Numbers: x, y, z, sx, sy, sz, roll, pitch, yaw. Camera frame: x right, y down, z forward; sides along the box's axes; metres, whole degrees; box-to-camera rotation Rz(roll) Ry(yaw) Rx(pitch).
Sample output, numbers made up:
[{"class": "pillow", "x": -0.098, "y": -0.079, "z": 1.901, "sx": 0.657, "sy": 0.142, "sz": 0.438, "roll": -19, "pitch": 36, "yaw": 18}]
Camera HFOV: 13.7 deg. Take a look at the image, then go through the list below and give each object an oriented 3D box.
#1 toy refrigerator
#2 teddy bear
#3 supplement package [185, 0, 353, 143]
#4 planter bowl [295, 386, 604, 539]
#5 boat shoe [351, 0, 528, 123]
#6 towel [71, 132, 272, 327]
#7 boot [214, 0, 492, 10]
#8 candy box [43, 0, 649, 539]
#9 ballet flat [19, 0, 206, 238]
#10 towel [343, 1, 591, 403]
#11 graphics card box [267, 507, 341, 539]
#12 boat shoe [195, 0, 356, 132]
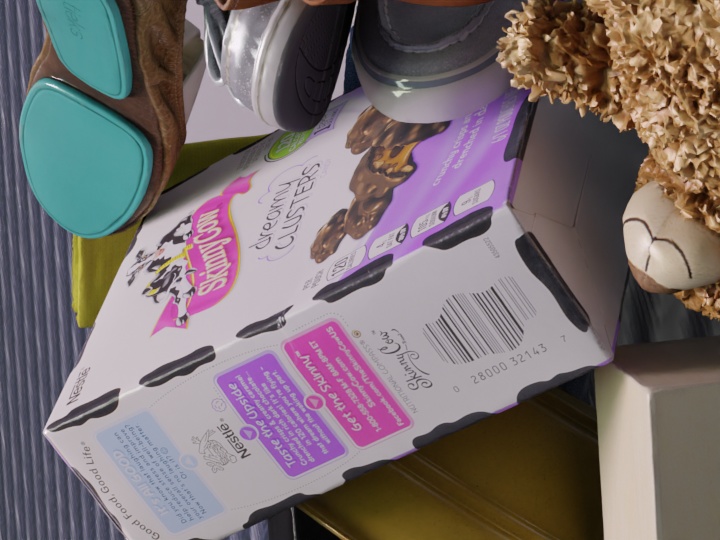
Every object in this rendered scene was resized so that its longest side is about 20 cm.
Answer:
[{"class": "toy refrigerator", "x": 0.127, "y": 0.128, "z": 1.027, "sx": 0.076, "sy": 0.070, "sz": 0.201, "roll": -138, "pitch": 43, "yaw": -77}, {"class": "teddy bear", "x": 0.109, "y": -0.064, "z": 0.932, "sx": 0.067, "sy": 0.145, "sz": 0.200, "roll": -50, "pitch": -18, "yaw": -43}, {"class": "supplement package", "x": -0.047, "y": -0.062, "z": 1.362, "sx": 0.111, "sy": 0.155, "sz": 0.201, "roll": 85, "pitch": 175, "yaw": -76}, {"class": "planter bowl", "x": 0.057, "y": 0.082, "z": 1.139, "sx": 0.084, "sy": 0.200, "sz": 0.200, "roll": -60, "pitch": 20, "yaw": 2}, {"class": "boat shoe", "x": 0.034, "y": -0.137, "z": 1.075, "sx": 0.201, "sy": 0.070, "sz": 0.072, "roll": -74, "pitch": -24, "yaw": -44}, {"class": "towel", "x": -0.022, "y": -0.026, "z": 1.242, "sx": 0.018, "sy": 0.199, "sz": 0.086, "roll": -119, "pitch": 26, "yaw": -49}, {"class": "boot", "x": 0.027, "y": -0.165, "z": 0.934, "sx": 0.074, "sy": 0.154, "sz": 0.201, "roll": -118, "pitch": 25, "yaw": -50}, {"class": "candy box", "x": 0.000, "y": 0.000, "z": 1.082, "sx": 0.072, "sy": 0.199, "sz": 0.168, "roll": 53, "pitch": -153, "yaw": -21}, {"class": "ballet flat", "x": -0.087, "y": -0.084, "z": 1.110, "sx": 0.068, "sy": 0.072, "sz": 0.200, "roll": 32, "pitch": 154, "yaw": 14}, {"class": "towel", "x": 0.047, "y": -0.023, "z": 1.199, "sx": 0.049, "sy": 0.111, "sz": 0.201, "roll": -51, "pitch": -30, "yaw": -53}, {"class": "graphics card box", "x": 0.028, "y": 0.158, "z": 1.284, "sx": 0.051, "sy": 0.125, "sz": 0.201, "roll": -155, "pitch": 59, "yaw": -72}, {"class": "boat shoe", "x": -0.032, "y": -0.108, "z": 1.081, "sx": 0.202, "sy": 0.064, "sz": 0.075, "roll": -78, "pitch": 1, "yaw": -63}]
